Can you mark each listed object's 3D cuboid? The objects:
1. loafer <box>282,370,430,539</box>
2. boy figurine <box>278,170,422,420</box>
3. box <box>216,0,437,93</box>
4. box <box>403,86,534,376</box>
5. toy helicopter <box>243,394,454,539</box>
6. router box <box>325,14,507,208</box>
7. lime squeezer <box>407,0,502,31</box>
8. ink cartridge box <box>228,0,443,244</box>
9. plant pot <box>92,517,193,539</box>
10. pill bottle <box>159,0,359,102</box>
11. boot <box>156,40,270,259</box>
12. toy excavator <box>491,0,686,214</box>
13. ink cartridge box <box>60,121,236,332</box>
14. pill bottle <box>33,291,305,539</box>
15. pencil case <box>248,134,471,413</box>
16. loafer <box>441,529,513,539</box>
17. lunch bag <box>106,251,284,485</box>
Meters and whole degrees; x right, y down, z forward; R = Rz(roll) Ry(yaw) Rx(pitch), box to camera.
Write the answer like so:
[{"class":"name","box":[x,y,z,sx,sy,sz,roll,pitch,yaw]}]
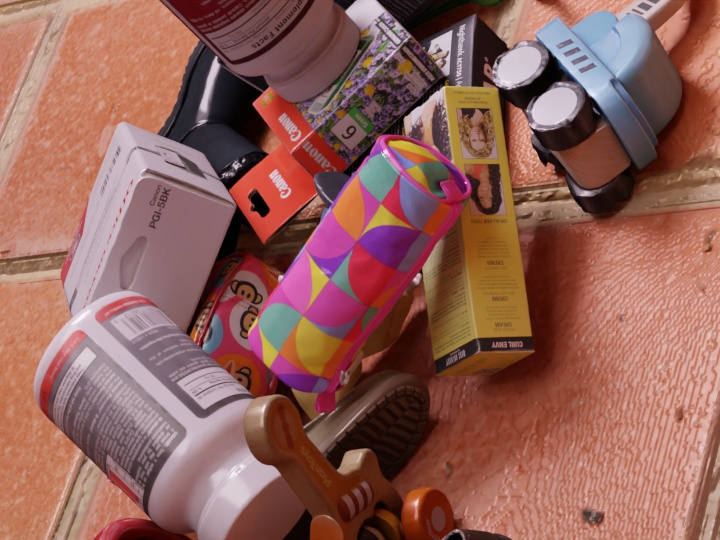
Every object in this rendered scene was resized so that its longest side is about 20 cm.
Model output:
[{"class":"loafer","box":[-0.031,0.143,1.668,0.200,0.076,0.068,-46,44,9]},{"class":"boy figurine","box":[-0.010,0.024,1.706,0.064,0.123,0.201,47,136,45]},{"class":"box","box":[-0.022,-0.258,1.914,0.200,0.107,0.149,-41,33,33]},{"class":"box","box":[0.078,-0.028,1.634,0.075,0.050,0.202,144,121,-61]},{"class":"toy helicopter","box":[-0.023,0.167,1.537,0.078,0.200,0.133,-11,40,35]},{"class":"router box","box":[0.044,-0.093,1.793,0.148,0.051,0.201,-24,44,32]},{"class":"lime squeezer","box":[0.109,-0.226,1.838,0.199,0.038,0.071,-6,49,54]},{"class":"ink cartridge box","box":[-0.035,-0.125,1.811,0.200,0.050,0.109,-44,33,4]},{"class":"plant pot","box":[-0.162,0.305,1.577,0.182,0.200,0.201,-45,38,14]},{"class":"pill bottle","box":[-0.094,-0.228,1.757,0.113,0.200,0.113,-30,35,24]},{"class":"boot","box":[-0.109,-0.117,1.952,0.201,0.076,0.168,-59,34,3]},{"class":"toy excavator","box":[0.199,-0.168,1.676,0.199,0.100,0.195,-35,41,2]},{"class":"ink cartridge box","box":[-0.174,-0.023,1.798,0.200,0.082,0.148,-127,59,-71]},{"class":"pill bottle","box":[-0.134,0.117,1.620,0.200,0.116,0.116,41,93,24]},{"class":"pencil case","box":[0.000,0.000,1.600,0.201,0.088,0.089,-58,34,24]},{"class":"loafer","box":[0.033,0.256,1.515,0.073,0.071,0.201,21,77,52]},{"class":"lunch bag","box":[-0.133,0.091,1.794,0.176,0.082,0.201,-21,44,61]}]
